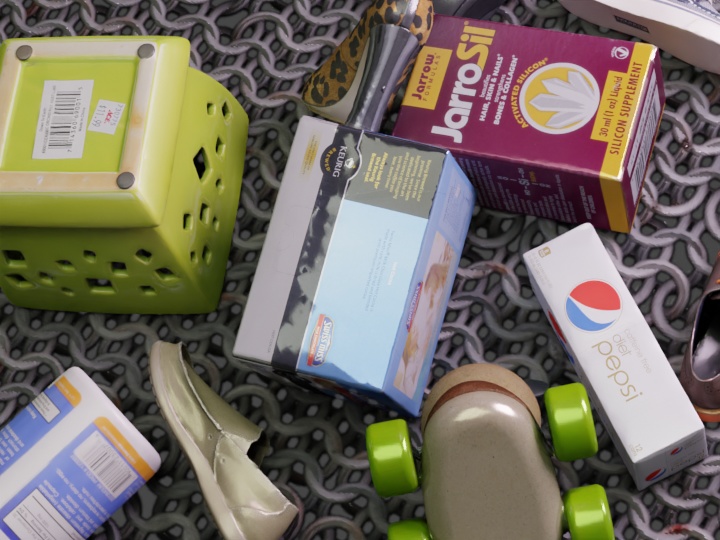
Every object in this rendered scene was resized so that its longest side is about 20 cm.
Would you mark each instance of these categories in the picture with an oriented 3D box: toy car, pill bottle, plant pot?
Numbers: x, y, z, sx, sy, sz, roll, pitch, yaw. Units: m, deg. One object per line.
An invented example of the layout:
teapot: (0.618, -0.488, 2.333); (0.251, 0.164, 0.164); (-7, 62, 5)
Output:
toy car: (0.096, 0.137, 1.470); (0.163, 0.200, 0.159); (-11, 108, 4)
pill bottle: (-0.266, 0.183, 1.544); (0.200, 0.112, 0.112); (-43, 64, -8)
plant pot: (-0.219, -0.089, 1.623); (0.197, 0.182, 0.202); (1, 66, 13)

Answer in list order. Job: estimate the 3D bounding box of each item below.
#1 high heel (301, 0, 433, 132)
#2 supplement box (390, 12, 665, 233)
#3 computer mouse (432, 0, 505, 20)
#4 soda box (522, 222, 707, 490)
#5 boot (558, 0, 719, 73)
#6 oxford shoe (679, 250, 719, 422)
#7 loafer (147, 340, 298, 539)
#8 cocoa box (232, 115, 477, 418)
high heel: (0.011, -0.189, 1.613); (0.071, 0.200, 0.144); (21, 95, -15)
supplement box: (0.141, -0.124, 1.601); (0.198, 0.103, 0.132); (10, 69, 18)
computer mouse: (0.101, -0.293, 1.697); (0.199, 0.046, 0.140); (-33, 60, -21)
soda box: (0.200, 0.066, 1.517); (0.063, 0.068, 0.201); (-26, 62, 0)
boot: (0.269, -0.239, 1.642); (0.199, 0.073, 0.091); (27, 79, 23)
oxford shoe: (0.304, 0.018, 1.514); (0.071, 0.073, 0.201); (14, 69, 19)
loafer: (-0.110, 0.139, 1.555); (0.068, 0.076, 0.201); (-27, 72, -2)
cocoa box: (0.000, 0.000, 1.539); (0.130, 0.133, 0.202); (13, 81, 17)
